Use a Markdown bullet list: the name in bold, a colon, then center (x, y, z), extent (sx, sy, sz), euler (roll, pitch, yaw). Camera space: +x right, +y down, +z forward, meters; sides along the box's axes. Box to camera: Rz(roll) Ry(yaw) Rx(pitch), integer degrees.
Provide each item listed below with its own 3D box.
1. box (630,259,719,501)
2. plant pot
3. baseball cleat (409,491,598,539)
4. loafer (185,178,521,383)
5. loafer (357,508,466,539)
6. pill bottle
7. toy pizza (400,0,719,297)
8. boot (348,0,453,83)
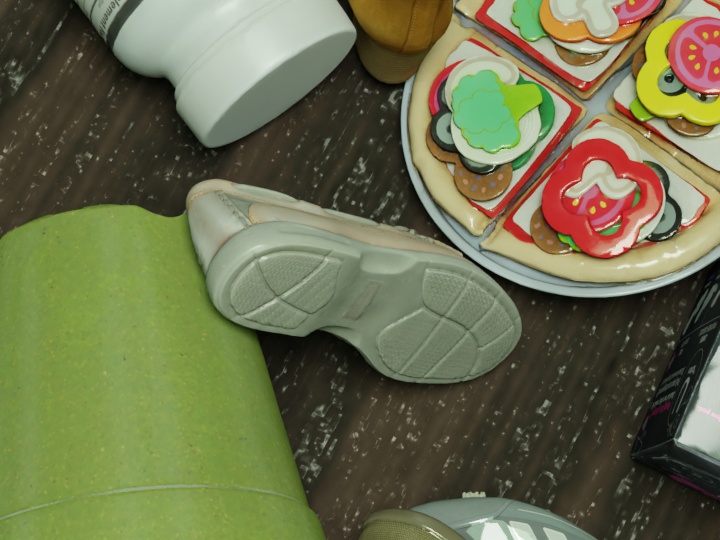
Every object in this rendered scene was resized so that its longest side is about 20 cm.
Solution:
- **box**: center (0.245, 0.080, 0.957), extent (0.199, 0.132, 0.115), euler (27, 81, 3)
- **plant pot**: center (-0.107, 0.079, 0.921), extent (0.198, 0.200, 0.192), euler (-6, 67, -5)
- **baseball cleat**: center (0.103, 0.167, 0.944), extent (0.198, 0.107, 0.070), euler (15, 117, -1)
- **loafer**: center (0.000, 0.000, 0.949), extent (0.072, 0.199, 0.063), euler (-48, 51, 21)
- **loafer**: center (0.041, 0.206, 0.922), extent (0.067, 0.076, 0.202), euler (-29, 99, -46)
- **pill bottle**: center (-0.096, -0.168, 0.990), extent (0.116, 0.116, 0.201), euler (-35, 83, -9)
- **toy pizza**: center (0.117, -0.084, 1.004), extent (0.198, 0.032, 0.202), euler (-3, 68, 9)
- **boot**: center (0.003, -0.202, 0.982), extent (0.070, 0.144, 0.203), euler (-16, 74, -13)
